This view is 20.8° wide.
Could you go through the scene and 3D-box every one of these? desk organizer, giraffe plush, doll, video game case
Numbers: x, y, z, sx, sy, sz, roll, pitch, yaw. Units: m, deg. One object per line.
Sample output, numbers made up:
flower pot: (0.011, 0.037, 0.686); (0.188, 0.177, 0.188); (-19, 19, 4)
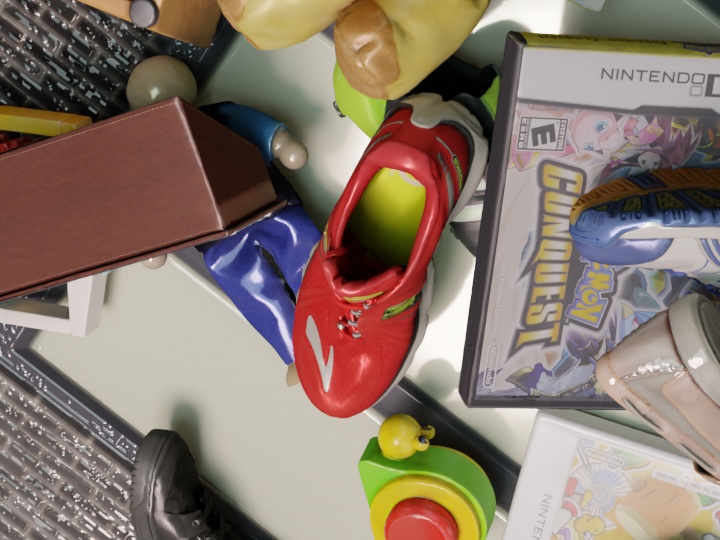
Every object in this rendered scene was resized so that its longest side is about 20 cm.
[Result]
desk organizer: (-0.151, -0.039, 1.075); (0.200, 0.072, 0.077); (-15, 99, 27)
giraffe plush: (0.022, -0.181, 0.940); (0.200, 0.162, 0.173); (8, 81, 9)
doll: (-0.072, -0.031, 1.111); (0.136, 0.048, 0.200); (-27, 99, 33)
video game case: (0.176, 0.187, 1.127); (0.200, 0.023, 0.182); (17, 113, 10)
video game case: (0.152, -0.021, 1.018); (0.181, 0.026, 0.200); (2, 111, -13)

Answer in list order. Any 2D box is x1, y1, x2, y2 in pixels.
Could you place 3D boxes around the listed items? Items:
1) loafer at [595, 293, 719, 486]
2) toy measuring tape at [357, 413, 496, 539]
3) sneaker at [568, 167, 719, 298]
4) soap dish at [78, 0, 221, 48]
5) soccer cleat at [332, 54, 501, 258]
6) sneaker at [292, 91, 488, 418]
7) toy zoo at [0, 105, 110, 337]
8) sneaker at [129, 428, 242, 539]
loafer: (0.186, 0.077, 1.009); (0.063, 0.072, 0.200); (-25, 139, 21)
toy measuring tape: (0.051, 0.169, 1.139); (0.074, 0.074, 0.200); (-7, 116, 19)
sneaker: (0.200, -0.002, 0.982); (0.200, 0.075, 0.088); (0, 113, -11)
soap dish: (-0.155, -0.223, 1.052); (0.200, 0.081, 0.157); (22, 113, 7)
soccer cleat: (0.069, -0.058, 1.042); (0.200, 0.068, 0.081); (42, 144, 1)
sneaker: (0.000, 0.000, 1.021); (0.077, 0.085, 0.200); (25, 123, 11)
toy zoo: (-0.221, -0.034, 1.160); (0.200, 0.020, 0.131); (8, 111, 21)
sneaker: (-0.076, 0.189, 1.186); (0.104, 0.060, 0.200); (5, 115, 17)
